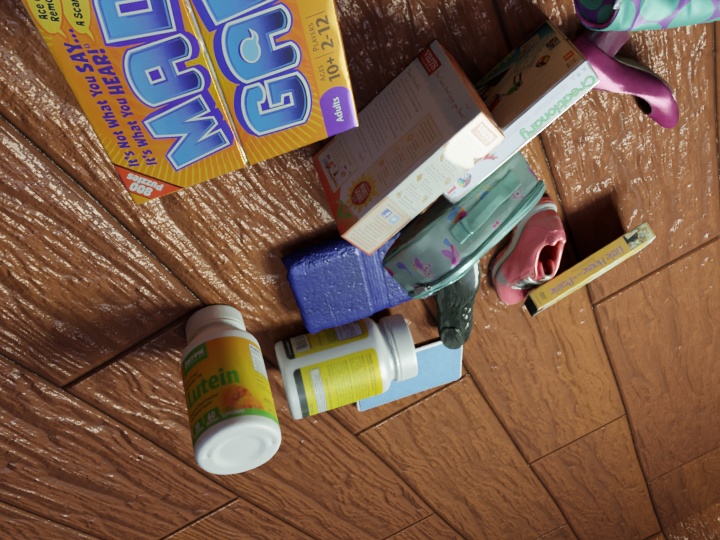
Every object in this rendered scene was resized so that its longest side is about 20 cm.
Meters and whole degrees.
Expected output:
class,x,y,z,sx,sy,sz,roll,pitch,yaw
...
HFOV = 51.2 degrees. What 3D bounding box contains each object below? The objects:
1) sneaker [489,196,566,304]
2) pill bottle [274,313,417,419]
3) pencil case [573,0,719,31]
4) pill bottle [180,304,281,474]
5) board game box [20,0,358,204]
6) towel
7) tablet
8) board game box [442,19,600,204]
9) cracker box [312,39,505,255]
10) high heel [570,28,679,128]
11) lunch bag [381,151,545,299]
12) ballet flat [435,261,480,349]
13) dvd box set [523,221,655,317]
class,x,y,z,sx,sy,sz,roll,pitch,yaw
sneaker,0.245,-0.007,1.096,0.072,0.088,0.203,-7,138,-16
pill bottle,-0.021,0.136,1.107,0.195,0.116,0.116,-15,140,-8
pencil case,0.333,-0.310,0.806,0.194,0.086,0.094,-10,139,-15
pill bottle,-0.175,0.148,0.979,0.108,0.203,0.113,-12,140,-11
board game box,-0.133,-0.219,0.595,0.195,0.203,0.202,-19,140,-3
towel,0.000,0.000,1.025,0.195,0.050,0.150,-19,133,-4
tablet,0.081,0.174,1.276,0.195,0.014,0.132,-17,139,-9
board game box,0.157,-0.178,0.834,0.199,0.128,0.034,-40,121,20
cracker box,0.047,-0.134,0.826,0.199,0.136,0.057,-40,136,21
high heel,0.311,-0.216,0.912,0.096,0.068,0.199,-45,121,11
lunch bag,0.122,-0.052,0.898,0.200,0.078,0.160,-43,-173,-23
ballet flat,0.145,0.036,1.140,0.064,0.058,0.203,8,133,7
dvd box set,0.341,0.003,1.139,0.197,0.030,0.146,-32,169,3
